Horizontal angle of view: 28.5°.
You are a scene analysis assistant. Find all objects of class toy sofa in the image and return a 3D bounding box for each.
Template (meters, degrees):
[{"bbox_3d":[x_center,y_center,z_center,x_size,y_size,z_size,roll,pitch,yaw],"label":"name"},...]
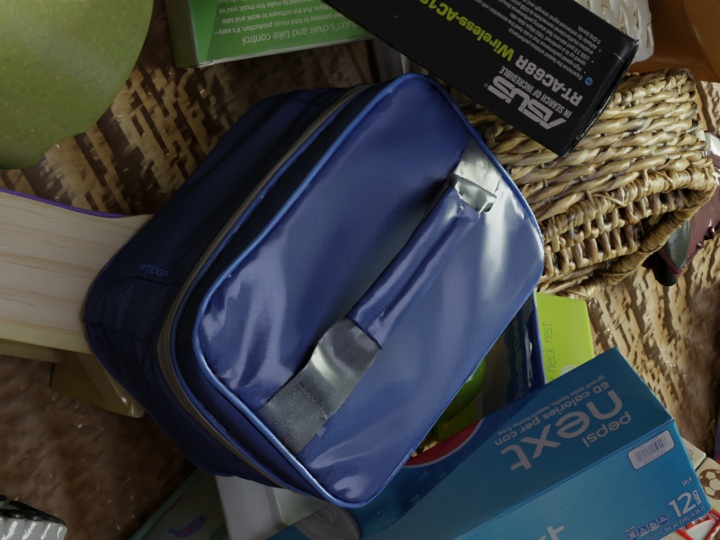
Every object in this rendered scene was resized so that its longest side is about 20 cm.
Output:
[{"bbox_3d":[-0.188,0.003,0.648,0.200,0.083,0.098,13,85,-41],"label":"toy sofa"}]

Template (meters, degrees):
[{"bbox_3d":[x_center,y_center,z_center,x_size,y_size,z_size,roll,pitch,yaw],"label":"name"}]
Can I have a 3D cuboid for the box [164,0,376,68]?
[{"bbox_3d":[-0.048,-0.220,0.781,0.144,0.036,0.200,-13,99,-27],"label":"box"}]

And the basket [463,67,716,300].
[{"bbox_3d":[0.122,-0.032,0.849,0.200,0.143,0.149,-17,100,-39],"label":"basket"}]

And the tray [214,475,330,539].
[{"bbox_3d":[-0.040,0.066,0.755,0.107,0.022,0.200,9,52,-41],"label":"tray"}]

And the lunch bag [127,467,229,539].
[{"bbox_3d":[-0.043,0.199,0.788,0.160,0.077,0.200,-49,122,-33],"label":"lunch bag"}]

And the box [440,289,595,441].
[{"bbox_3d":[0.088,0.106,0.806,0.048,0.200,0.122,9,46,-11],"label":"box"}]

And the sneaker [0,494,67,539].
[{"bbox_3d":[-0.224,0.144,0.627,0.200,0.078,0.090,13,86,-41],"label":"sneaker"}]

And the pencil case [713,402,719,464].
[{"bbox_3d":[0.323,0.096,1.106,0.088,0.088,0.200,12,84,-41],"label":"pencil case"}]

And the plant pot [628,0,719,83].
[{"bbox_3d":[0.225,-0.205,0.937,0.200,0.183,0.200,0,90,-46],"label":"plant pot"}]

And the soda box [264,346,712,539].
[{"bbox_3d":[0.055,0.121,0.665,0.200,0.068,0.064,-29,121,0],"label":"soda box"}]

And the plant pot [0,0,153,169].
[{"bbox_3d":[-0.193,-0.135,0.588,0.184,0.200,0.201,30,71,-50],"label":"plant pot"}]

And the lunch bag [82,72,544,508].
[{"bbox_3d":[-0.009,0.003,0.652,0.136,0.132,0.200,49,66,-27],"label":"lunch bag"}]

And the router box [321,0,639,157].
[{"bbox_3d":[0.033,-0.132,0.678,0.200,0.150,0.062,34,99,4],"label":"router box"}]

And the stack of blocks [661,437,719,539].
[{"bbox_3d":[0.147,0.197,0.858,0.115,0.059,0.200,-41,160,-35],"label":"stack of blocks"}]

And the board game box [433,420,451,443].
[{"bbox_3d":[0.070,0.003,0.917,0.095,0.030,0.200,-21,102,-39],"label":"board game box"}]

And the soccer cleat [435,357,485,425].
[{"bbox_3d":[0.000,0.000,0.801,0.067,0.081,0.200,-23,68,-23],"label":"soccer cleat"}]

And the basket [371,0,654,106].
[{"bbox_3d":[0.084,-0.203,0.857,0.135,0.123,0.200,-21,105,-39],"label":"basket"}]

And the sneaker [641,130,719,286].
[{"bbox_3d":[0.257,-0.040,1.060,0.200,0.076,0.116,13,87,-31],"label":"sneaker"}]
